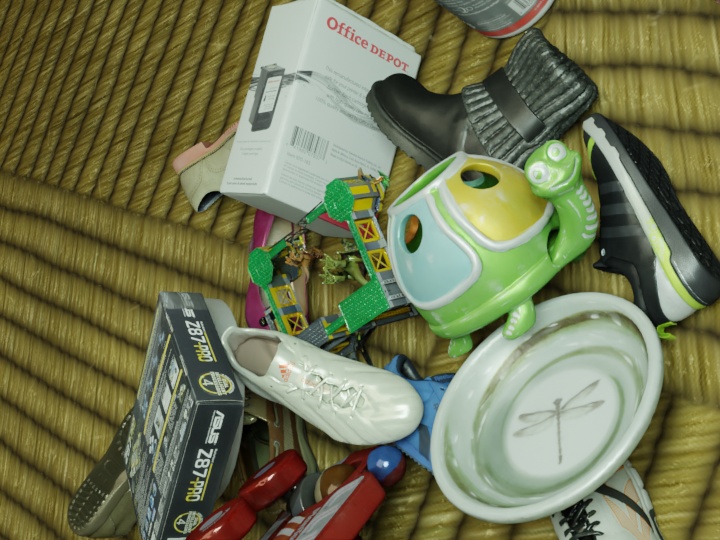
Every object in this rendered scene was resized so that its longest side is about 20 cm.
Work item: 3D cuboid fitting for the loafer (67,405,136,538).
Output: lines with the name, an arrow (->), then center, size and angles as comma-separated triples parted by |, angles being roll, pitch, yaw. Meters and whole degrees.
loafer -> -0.241, 0.212, 1.227 | 0.200, 0.067, 0.076 | -49, 47, -2

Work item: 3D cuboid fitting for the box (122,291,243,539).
box -> -0.166, 0.146, 1.003 | 0.161, 0.049, 0.201 | 56, 136, 50

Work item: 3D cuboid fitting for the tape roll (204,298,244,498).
tape roll -> -0.163, 0.128, 1.097 | 0.202, 0.037, 0.205 | -176, 90, -65

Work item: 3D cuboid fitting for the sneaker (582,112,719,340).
sneaker -> 0.206, -0.037, 0.871 | 0.083, 0.071, 0.201 | -42, 48, 28

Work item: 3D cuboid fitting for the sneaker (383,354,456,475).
sneaker -> 0.076, 0.131, 0.937 | 0.200, 0.066, 0.079 | 29, 92, 47

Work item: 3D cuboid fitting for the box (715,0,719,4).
box -> 0.268, -0.301, 0.898 | 0.103, 0.094, 0.201 | -49, 46, 20

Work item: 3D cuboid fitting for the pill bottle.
pill bottle -> 0.087, -0.303, 1.005 | 0.115, 0.199, 0.117 | -20, 60, 38

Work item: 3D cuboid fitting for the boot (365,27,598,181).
boot -> 0.108, -0.160, 1.011 | 0.211, 0.079, 0.158 | 48, 116, 33

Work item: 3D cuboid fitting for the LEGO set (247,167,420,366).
LEGO set -> 0.000, 0.000, 1.025 | 0.200, 0.115, 0.155 | -46, 66, 40

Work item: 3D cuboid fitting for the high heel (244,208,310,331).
high heel -> -0.074, 0.002, 1.133 | 0.201, 0.067, 0.096 | -100, 30, -45

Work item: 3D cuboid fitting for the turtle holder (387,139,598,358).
turtle holder -> 0.098, -0.023, 0.879 | 0.141, 0.132, 0.185 | -41, 8, -15

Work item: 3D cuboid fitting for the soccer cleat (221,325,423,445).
soccer cleat -> -0.039, 0.096, 0.949 | 0.199, 0.078, 0.070 | 15, 69, 35

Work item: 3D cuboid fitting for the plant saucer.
plant saucer -> 0.145, 0.109, 0.834 | 0.199, 0.050, 0.201 | -32, 31, 22

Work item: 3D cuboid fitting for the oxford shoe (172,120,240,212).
oxford shoe -> -0.126, -0.128, 1.262 | 0.199, 0.071, 0.074 | -24, 83, 37

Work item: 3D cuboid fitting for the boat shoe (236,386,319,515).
boat shoe -> -0.099, 0.150, 1.099 | 0.076, 0.074, 0.201 | -45, 47, 22

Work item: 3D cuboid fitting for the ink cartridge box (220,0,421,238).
ink cartridge box -> -0.037, -0.149, 1.107 | 0.083, 0.145, 0.202 | 6, 78, 50

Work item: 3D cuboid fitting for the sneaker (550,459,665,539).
sneaker -> 0.176, 0.188, 0.804 | 0.074, 0.080, 0.200 | -53, 43, 18

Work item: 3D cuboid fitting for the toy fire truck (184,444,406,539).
toy fire truck -> -0.037, 0.212, 0.925 | 0.168, 0.200, 0.113 | -34, 93, 37
